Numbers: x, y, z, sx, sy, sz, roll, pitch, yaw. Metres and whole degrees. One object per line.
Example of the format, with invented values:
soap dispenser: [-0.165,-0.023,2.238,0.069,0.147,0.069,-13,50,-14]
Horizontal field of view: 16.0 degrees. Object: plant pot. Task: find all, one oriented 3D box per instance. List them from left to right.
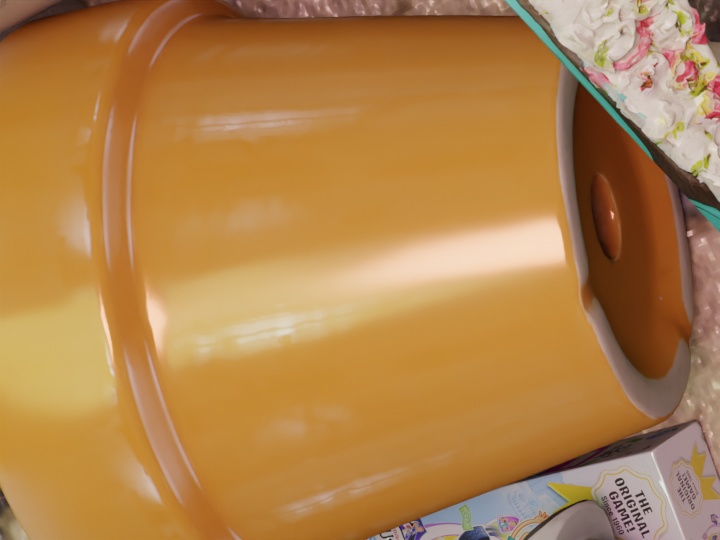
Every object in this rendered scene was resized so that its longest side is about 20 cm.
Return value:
plant pot: [0.000,0.000,0.806,0.183,0.200,0.201,-11,98,22]

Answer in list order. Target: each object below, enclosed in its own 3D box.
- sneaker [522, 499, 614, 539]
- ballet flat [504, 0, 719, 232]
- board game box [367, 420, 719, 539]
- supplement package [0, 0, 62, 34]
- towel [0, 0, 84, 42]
sneaker: [0.046,0.174,0.843,0.089,0.074,0.200,46,126,18]
ballet flat: [0.106,-0.051,0.732,0.064,0.200,0.076,-38,37,11]
board game box: [0.087,0.162,0.878,0.134,0.034,0.201,-18,93,38]
supplement package: [-0.096,-0.153,0.778,0.122,0.200,0.120,61,166,-1]
towel: [-0.111,-0.054,0.890,0.024,0.147,0.201,-22,89,19]
